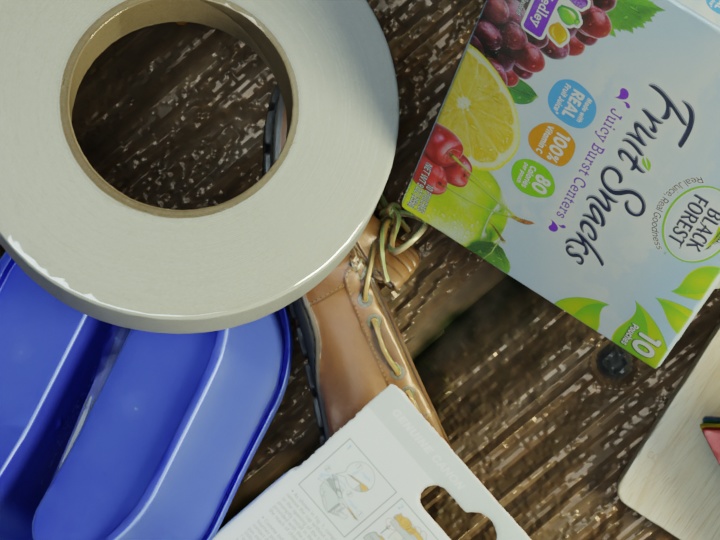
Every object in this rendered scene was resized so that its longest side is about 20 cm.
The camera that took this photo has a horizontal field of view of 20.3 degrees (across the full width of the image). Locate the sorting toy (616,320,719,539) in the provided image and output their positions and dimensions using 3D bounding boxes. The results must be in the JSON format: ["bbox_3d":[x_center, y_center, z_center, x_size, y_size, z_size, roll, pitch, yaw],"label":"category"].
[{"bbox_3d":[0.255,0.080,0.944,0.199,0.070,0.200,32,98,5],"label":"sorting toy"}]

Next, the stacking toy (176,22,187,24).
[{"bbox_3d":[-0.091,-0.219,0.972,0.109,0.116,0.200,2,107,3],"label":"stacking toy"}]

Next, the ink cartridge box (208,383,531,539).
[{"bbox_3d":[0.005,0.170,0.977,0.200,0.057,0.163,-43,86,18],"label":"ink cartridge box"}]

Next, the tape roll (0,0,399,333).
[{"bbox_3d":[-0.083,-0.072,0.916,0.202,0.037,0.203,2,77,-7],"label":"tape roll"}]

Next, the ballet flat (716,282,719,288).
[{"bbox_3d":[0.133,-0.028,0.957,0.200,0.068,0.075,18,129,19],"label":"ballet flat"}]

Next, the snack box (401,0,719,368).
[{"bbox_3d":[0.110,-0.061,0.848,0.142,0.200,0.053,32,55,7],"label":"snack box"}]

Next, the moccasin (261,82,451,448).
[{"bbox_3d":[0.000,0.000,0.974,0.078,0.074,0.202,-14,91,4],"label":"moccasin"}]

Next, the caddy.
[{"bbox_3d":[-0.120,0.063,0.979,0.141,0.105,0.200,24,83,20],"label":"caddy"}]
